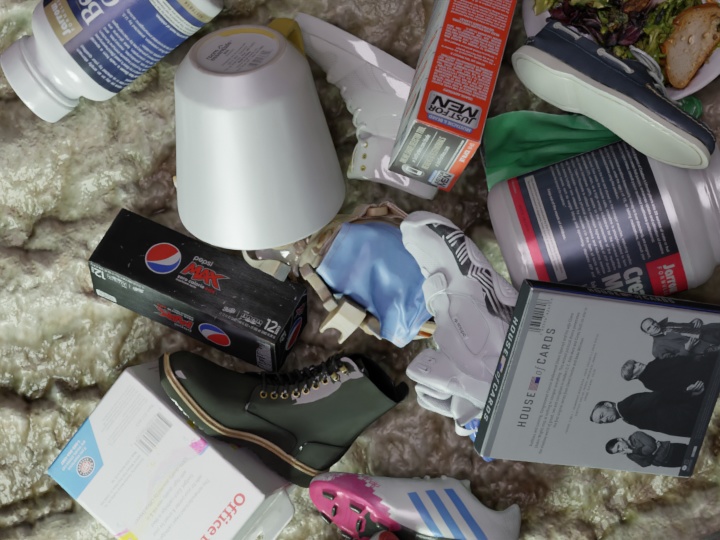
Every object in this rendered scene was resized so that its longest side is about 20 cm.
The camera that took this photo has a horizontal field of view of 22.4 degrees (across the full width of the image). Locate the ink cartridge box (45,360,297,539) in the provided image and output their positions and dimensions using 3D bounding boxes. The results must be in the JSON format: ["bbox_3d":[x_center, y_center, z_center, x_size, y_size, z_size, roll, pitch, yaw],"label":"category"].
[{"bbox_3d":[-0.160,0.197,1.680,0.200,0.125,0.129,42,101,9],"label":"ink cartridge box"}]

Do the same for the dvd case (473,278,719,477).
[{"bbox_3d":[0.202,0.090,1.472,0.198,0.025,0.152,8,110,-21],"label":"dvd case"}]

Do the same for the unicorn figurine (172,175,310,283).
[{"bbox_3d":[-0.099,-0.084,1.678,0.136,0.074,0.202,14,90,3],"label":"unicorn figurine"}]

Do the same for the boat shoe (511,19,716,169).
[{"bbox_3d":[0.217,-0.148,1.505,0.199,0.075,0.062,31,70,36],"label":"boat shoe"}]

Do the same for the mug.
[{"bbox_3d":[-0.099,-0.133,1.565,0.148,0.187,0.154,-15,128,-9],"label":"mug"}]

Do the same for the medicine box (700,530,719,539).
[{"bbox_3d":[0.301,0.351,1.579,0.181,0.103,0.201,-29,84,13],"label":"medicine box"}]

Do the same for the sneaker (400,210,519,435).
[{"bbox_3d":[0.071,0.043,1.516,0.115,0.075,0.200,-38,63,-8],"label":"sneaker"}]

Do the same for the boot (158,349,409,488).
[{"bbox_3d":[-0.069,0.098,1.633,0.199,0.078,0.138,33,118,-33],"label":"boot"}]

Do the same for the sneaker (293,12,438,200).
[{"bbox_3d":[0.002,-0.143,1.654,0.199,0.074,0.116,32,96,10],"label":"sneaker"}]

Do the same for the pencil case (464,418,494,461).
[{"bbox_3d":[0.180,0.092,1.549,0.198,0.087,0.079,-21,113,5],"label":"pencil case"}]

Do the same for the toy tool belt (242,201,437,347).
[{"bbox_3d":[0.000,0.000,1.599,0.199,0.123,0.126,27,99,-20],"label":"toy tool belt"}]

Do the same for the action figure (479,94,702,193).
[{"bbox_3d":[0.203,-0.123,1.598,0.198,0.118,0.055,-11,61,-1],"label":"action figure"}]

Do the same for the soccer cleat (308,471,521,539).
[{"bbox_3d":[0.053,0.218,1.660,0.199,0.070,0.087,20,52,16],"label":"soccer cleat"}]

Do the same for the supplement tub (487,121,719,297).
[{"bbox_3d":[0.219,-0.037,1.561,0.198,0.140,0.142,-19,87,7],"label":"supplement tub"}]

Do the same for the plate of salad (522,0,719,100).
[{"bbox_3d":[0.238,-0.237,1.577,0.198,0.048,0.202,-3,70,9],"label":"plate of salad"}]

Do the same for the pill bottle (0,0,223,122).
[{"bbox_3d":[-0.234,-0.229,1.691,0.199,0.111,0.111,-36,83,13],"label":"pill bottle"}]

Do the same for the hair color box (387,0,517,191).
[{"bbox_3d":[0.086,-0.184,1.567,0.063,0.111,0.202,19,69,-5],"label":"hair color box"}]

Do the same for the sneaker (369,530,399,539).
[{"bbox_3d":[-0.034,0.295,1.655,0.082,0.078,0.200,52,124,14],"label":"sneaker"}]

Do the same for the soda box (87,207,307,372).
[{"bbox_3d":[-0.150,0.019,1.691,0.199,0.064,0.071,24,60,12],"label":"soda box"}]
